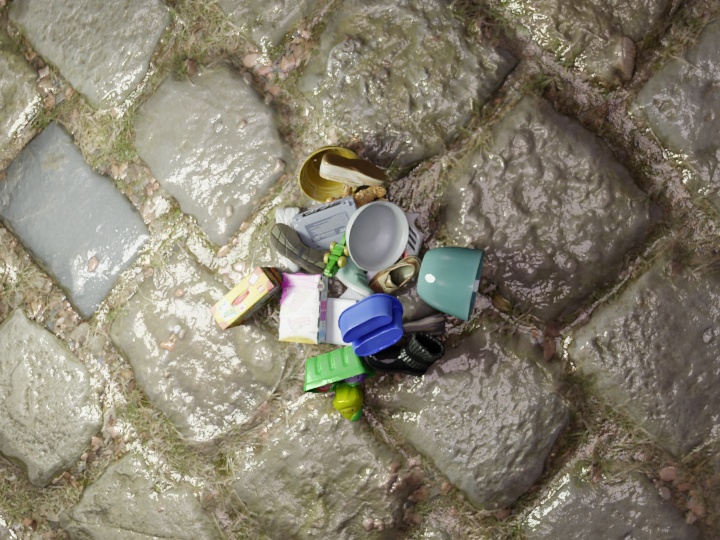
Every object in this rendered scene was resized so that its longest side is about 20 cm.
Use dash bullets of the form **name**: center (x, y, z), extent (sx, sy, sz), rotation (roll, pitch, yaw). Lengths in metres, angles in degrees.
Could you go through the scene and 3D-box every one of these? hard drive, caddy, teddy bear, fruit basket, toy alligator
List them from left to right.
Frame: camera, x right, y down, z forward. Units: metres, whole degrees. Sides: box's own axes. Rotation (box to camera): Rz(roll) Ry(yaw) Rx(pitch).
- **hard drive**: center (-0.103, 0.148, 1.708), extent (0.195, 0.026, 0.136), rotation (4, 91, 21)
- **toy alligator**: center (-0.074, -0.017, 1.630), extent (0.058, 0.055, 0.203), rotation (14, 63, 22)
- **fruit basket**: center (-0.053, 0.344, 1.672), extent (0.210, 0.155, 0.222), rotation (-4, 76, 16)
- **teddy bear**: center (-0.008, -0.192, 1.681), extent (0.194, 0.067, 0.148), rotation (0, 125, 3)
- **caddy**: center (0.030, 0.146, 1.594), extent (0.197, 0.106, 0.142), rotation (-27, 129, 17)

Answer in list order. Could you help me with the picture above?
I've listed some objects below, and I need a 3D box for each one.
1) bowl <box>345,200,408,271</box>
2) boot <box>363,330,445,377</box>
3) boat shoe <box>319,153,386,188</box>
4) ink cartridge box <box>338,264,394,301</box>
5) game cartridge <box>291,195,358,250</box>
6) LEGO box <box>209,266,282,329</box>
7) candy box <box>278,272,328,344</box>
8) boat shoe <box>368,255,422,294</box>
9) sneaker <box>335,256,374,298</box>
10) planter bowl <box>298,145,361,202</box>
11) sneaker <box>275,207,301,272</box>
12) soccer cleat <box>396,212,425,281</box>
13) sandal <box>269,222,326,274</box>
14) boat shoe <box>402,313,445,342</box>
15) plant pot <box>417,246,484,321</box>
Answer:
- **bowl**: center (0.034, -0.108, 1.610), extent (0.197, 0.090, 0.206), rotation (-11, 115, -24)
- **boot**: center (0.123, 0.230, 1.613), extent (0.206, 0.159, 0.081), rotation (10, 58, -11)
- **boat shoe**: center (-0.024, -0.274, 1.617), extent (0.195, 0.075, 0.070), rotation (14, 134, -17)
- **ink cartridge box**: center (0.037, 0.056, 1.704), extent (0.199, 0.037, 0.095), rotation (-40, 85, 6)
- **game cartridge**: center (-0.088, -0.130, 1.665), extent (0.196, 0.041, 0.135), rotation (-17, 124, 12)
- **LEGO box**: center (-0.333, 0.079, 1.702), extent (0.199, 0.149, 0.078), rotation (-40, 85, 7)
- **candy box**: center (-0.170, 0.111, 1.688), extent (0.133, 0.061, 0.206), rotation (2, 89, 21)
- **boat shoe**: center (0.088, 0.025, 1.626), extent (0.199, 0.074, 0.076), rotation (-38, 89, 23)
- **sneaker**: center (0.000, 0.000, 1.650), extent (0.119, 0.073, 0.200), rotation (-53, 43, 1)
- **planter bowl**: center (-0.092, -0.304, 1.676), extent (0.197, 0.202, 0.085), rotation (-23, 49, 7)
- **sneaker**: center (-0.196, -0.098, 1.720), extent (0.097, 0.078, 0.205), rotation (-11, 90, 5)
- **soccer cleat**: center (0.154, -0.072, 1.672), extent (0.083, 0.069, 0.206), rotation (-9, 88, 2)
- **sandal**: center (-0.183, -0.059, 1.662), extent (0.198, 0.055, 0.083), rotation (33, 77, 2)
- **boat shoe**: center (0.158, 0.183, 1.668), extent (0.195, 0.074, 0.075), rotation (-16, 88, 9)
- **plant pot**: center (0.250, 0.024, 1.598), extent (0.157, 0.200, 0.206), rotation (14, 92, 15)
